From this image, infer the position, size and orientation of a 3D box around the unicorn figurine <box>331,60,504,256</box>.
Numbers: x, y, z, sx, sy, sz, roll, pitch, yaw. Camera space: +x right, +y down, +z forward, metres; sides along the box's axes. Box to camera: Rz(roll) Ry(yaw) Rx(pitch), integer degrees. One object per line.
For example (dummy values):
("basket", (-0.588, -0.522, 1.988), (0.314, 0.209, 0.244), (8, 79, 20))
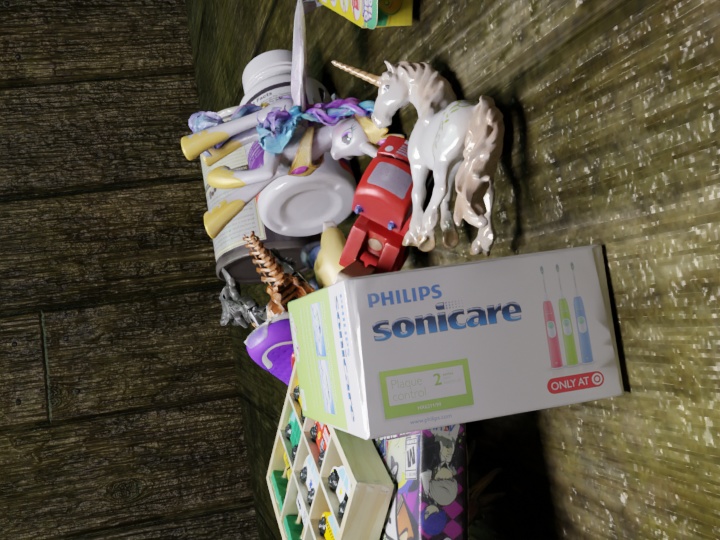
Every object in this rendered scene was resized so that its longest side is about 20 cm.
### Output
("unicorn figurine", (0.053, -0.083, 0.638), (0.200, 0.074, 0.138), (11, 99, 61))

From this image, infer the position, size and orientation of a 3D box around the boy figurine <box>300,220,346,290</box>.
("boy figurine", (-0.017, 0.009, 0.964), (0.200, 0.064, 0.125), (-154, 50, -72))

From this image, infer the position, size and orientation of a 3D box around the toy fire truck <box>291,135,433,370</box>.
("toy fire truck", (0.000, 0.000, 0.757), (0.141, 0.049, 0.200), (-58, -10, -33))

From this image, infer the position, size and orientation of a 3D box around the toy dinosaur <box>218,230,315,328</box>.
("toy dinosaur", (-0.074, 0.035, 0.955), (0.136, 0.102, 0.201), (34, 134, 44))

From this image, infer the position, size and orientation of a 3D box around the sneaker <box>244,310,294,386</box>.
("sneaker", (-0.022, 0.106, 0.869), (0.070, 0.200, 0.100), (-40, 49, 20))

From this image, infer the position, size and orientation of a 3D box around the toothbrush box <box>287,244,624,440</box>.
("toothbrush box", (0.044, 0.044, 0.560), (0.200, 0.145, 0.087), (152, 110, -75))

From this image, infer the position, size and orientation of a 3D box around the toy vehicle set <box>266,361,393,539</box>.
("toy vehicle set", (-0.029, 0.156, 0.674), (0.200, 0.026, 0.125), (-126, 48, -65))

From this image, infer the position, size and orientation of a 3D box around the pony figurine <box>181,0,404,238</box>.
("pony figurine", (-0.065, -0.138, 0.865), (0.167, 0.199, 0.194), (60, -167, -46))

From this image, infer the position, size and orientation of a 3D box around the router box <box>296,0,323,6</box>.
("router box", (-0.078, -0.384, 0.899), (0.200, 0.052, 0.158), (70, -179, -57))

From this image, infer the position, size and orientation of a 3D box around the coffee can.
("coffee can", (-0.133, -0.099, 1.214), (0.146, 0.146, 0.201), (123, 137, -70))

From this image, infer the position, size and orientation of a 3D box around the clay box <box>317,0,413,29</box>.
("clay box", (0.004, -0.271, 0.760), (0.200, 0.047, 0.115), (-125, 32, -61))

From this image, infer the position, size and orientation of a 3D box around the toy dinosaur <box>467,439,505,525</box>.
("toy dinosaur", (0.054, 0.127, 0.709), (0.136, 0.085, 0.201), (135, 132, -71))

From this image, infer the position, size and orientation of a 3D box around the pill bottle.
("pill bottle", (-0.076, -0.148, 1.026), (0.112, 0.111, 0.201), (103, 156, -56))

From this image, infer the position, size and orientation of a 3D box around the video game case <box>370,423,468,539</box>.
("video game case", (0.015, 0.199, 0.625), (0.200, 0.036, 0.182), (147, 128, -65))
